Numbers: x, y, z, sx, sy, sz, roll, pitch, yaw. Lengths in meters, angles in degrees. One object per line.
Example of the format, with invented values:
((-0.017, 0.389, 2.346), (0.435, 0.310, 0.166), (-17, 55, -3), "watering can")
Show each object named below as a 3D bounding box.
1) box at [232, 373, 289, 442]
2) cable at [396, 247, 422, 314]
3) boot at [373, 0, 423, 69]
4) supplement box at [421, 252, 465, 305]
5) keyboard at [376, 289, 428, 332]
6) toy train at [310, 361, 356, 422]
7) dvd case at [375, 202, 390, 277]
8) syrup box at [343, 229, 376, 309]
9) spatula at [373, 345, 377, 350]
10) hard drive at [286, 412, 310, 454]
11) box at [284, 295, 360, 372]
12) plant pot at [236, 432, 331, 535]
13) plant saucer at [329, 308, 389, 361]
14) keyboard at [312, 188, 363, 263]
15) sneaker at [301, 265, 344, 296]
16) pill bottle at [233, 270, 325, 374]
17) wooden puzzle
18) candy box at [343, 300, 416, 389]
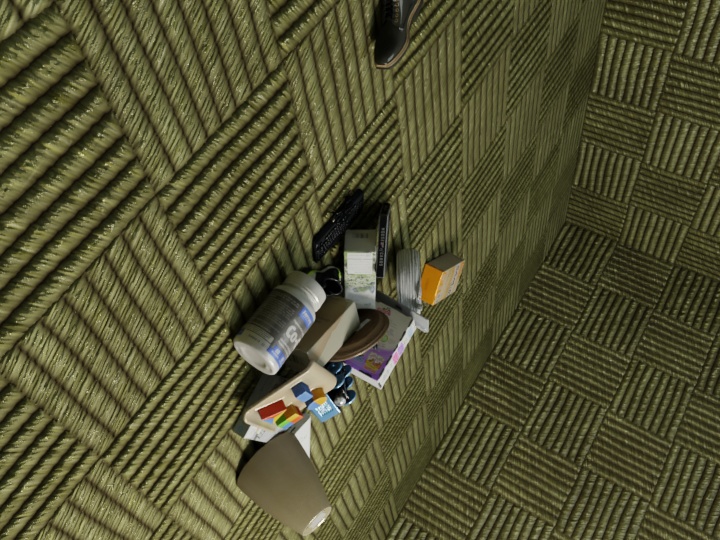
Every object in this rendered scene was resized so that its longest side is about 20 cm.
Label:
((-0.211, 0.331, 1.665), (0.158, 0.041, 0.200), (-62, 155, -7), "box")
((0.139, 0.038, 2.000), (0.201, 0.068, 0.203), (78, 10, -66), "cable")
((0.056, -0.524, 1.397), (0.138, 0.076, 0.203), (48, 55, -61), "boot")
((0.274, 0.026, 2.370), (0.199, 0.073, 0.128), (-25, 135, -57), "supplement box")
((0.107, 0.107, 1.929), (0.011, 0.198, 0.057), (-41, 148, -35), "keyboard")
((-0.080, 0.281, 1.750), (0.113, 0.201, 0.087), (-29, 118, 8), "toy train")
((0.057, -0.079, 1.730), (0.200, 0.024, 0.153), (-69, 163, -76), "dvd case")
((0.000, 0.000, 1.721), (0.082, 0.077, 0.202), (-88, 178, -45), "syrup box")
((0.026, 0.111, 1.851), (0.056, 0.020, 0.204), (18, 63, -66), "spatula")
((-0.183, 0.501, 1.904), (0.132, 0.026, 0.203), (-42, 147, -43), "hard drive")
((-0.094, 0.151, 1.663), (0.200, 0.094, 0.079), (-47, 136, -40), "box")
((-0.167, 0.535, 1.700), (0.187, 0.200, 0.189), (-38, 154, -23), "plant pot")
((-0.022, 0.154, 1.742), (0.200, 0.198, 0.030), (-45, 120, -39), "plant saucer")
((-0.041, -0.106, 1.613), (0.201, 0.039, 0.105), (-52, 154, -32), "keyboard")
((-0.075, 0.038, 1.620), (0.199, 0.082, 0.073), (-8, 120, -65), "sneaker")
((-0.165, 0.105, 1.456), (0.201, 0.113, 0.115), (-54, 154, -26), "pill bottle")
((-0.149, 0.298, 1.574), (0.199, 0.046, 0.185), (-38, 154, 0), "wooden puzzle")
((0.032, 0.190, 1.891), (0.202, 0.166, 0.072), (-57, 156, -18), "candy box")
